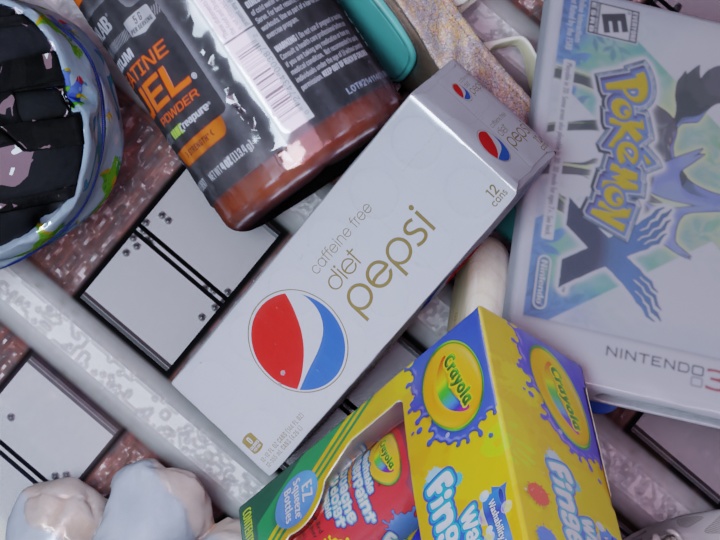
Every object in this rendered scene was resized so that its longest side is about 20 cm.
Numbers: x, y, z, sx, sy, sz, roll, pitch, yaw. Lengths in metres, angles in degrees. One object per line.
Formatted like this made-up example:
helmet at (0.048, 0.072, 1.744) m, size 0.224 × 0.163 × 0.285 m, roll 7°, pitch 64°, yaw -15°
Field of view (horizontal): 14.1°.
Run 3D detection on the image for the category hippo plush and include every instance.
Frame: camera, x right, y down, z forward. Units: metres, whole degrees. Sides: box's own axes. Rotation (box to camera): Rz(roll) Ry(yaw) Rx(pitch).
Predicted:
hippo plush at (-0.122, 0.173, 1.345) m, size 0.199 × 0.161 × 0.160 m, roll -21°, pitch 88°, yaw -1°

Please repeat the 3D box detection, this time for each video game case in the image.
video game case at (0.163, -0.024, 1.373) m, size 0.181 × 0.022 × 0.201 m, roll 13°, pitch 66°, yaw -9°

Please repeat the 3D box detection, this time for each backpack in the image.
backpack at (-0.213, -0.062, 1.376) m, size 0.199 × 0.154 × 0.164 m, roll -15°, pitch 85°, yaw 22°

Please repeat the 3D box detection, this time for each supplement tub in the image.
supplement tub at (-0.072, -0.126, 1.385) m, size 0.107 × 0.107 × 0.201 m, roll -34°, pitch 87°, yaw -1°

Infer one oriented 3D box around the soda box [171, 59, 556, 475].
soda box at (0.000, 0.000, 1.358) m, size 0.068 × 0.064 × 0.200 m, roll 42°, pitch 118°, yaw 3°

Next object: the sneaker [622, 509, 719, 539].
sneaker at (0.128, 0.153, 1.343) m, size 0.200 × 0.115 × 0.076 m, roll -22°, pitch 74°, yaw -23°

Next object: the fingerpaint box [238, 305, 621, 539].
fingerpaint box at (0.032, 0.145, 1.260) m, size 0.073 × 0.201 × 0.167 m, roll 30°, pitch 124°, yaw -33°

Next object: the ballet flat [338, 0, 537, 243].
ballet flat at (0.045, -0.106, 1.411) m, size 0.067 × 0.068 × 0.201 m, roll -37°, pitch 93°, yaw -20°

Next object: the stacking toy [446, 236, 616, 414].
stacking toy at (0.143, 0.039, 1.395) m, size 0.198 × 0.085 × 0.086 m, roll 8°, pitch 88°, yaw -4°
